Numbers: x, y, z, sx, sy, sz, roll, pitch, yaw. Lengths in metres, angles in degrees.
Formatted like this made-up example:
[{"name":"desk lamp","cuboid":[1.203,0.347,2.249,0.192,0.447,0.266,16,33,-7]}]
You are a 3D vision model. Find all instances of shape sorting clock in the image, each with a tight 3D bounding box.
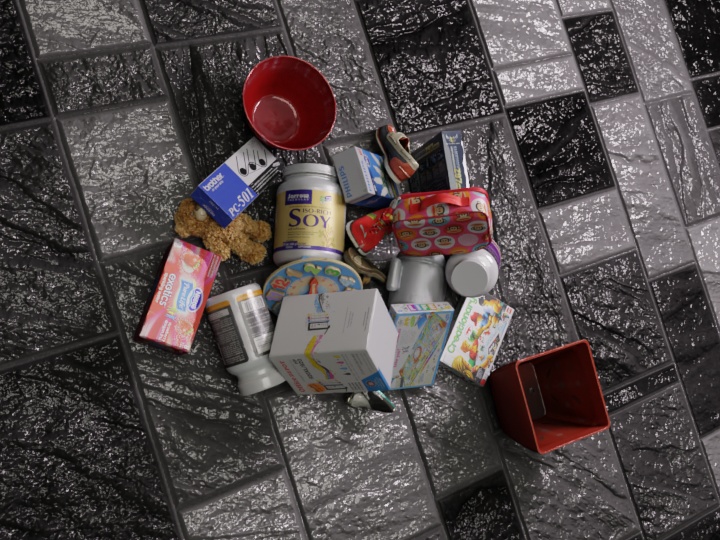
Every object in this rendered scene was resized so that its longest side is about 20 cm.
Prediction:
[{"name":"shape sorting clock","cuboid":[-0.094,0.045,1.536,0.200,0.200,0.039,17,44,-20]}]

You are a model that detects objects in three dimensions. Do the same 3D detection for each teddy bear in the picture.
[{"name":"teddy bear","cuboid":[-0.270,-0.086,1.543,0.200,0.067,0.145,39,66,-14]}]

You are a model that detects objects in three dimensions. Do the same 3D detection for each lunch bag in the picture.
[{"name":"lunch bag","cuboid":[0.162,-0.101,1.548,0.200,0.176,0.082,-5,62,11]}]

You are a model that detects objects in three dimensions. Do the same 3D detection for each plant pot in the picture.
[{"name":"plant pot","cuboid":[0.398,0.277,1.712,0.200,0.176,0.200,-13,88,-25]}]

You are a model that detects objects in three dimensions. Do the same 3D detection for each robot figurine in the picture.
[{"name":"robot figurine","cuboid":[0.124,0.028,1.669,0.170,0.113,0.200,21,73,-41]}]

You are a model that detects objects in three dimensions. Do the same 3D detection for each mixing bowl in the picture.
[{"name":"mixing bowl","cuboid":[-0.163,-0.332,1.606,0.200,0.108,0.200,4,79,-24]}]

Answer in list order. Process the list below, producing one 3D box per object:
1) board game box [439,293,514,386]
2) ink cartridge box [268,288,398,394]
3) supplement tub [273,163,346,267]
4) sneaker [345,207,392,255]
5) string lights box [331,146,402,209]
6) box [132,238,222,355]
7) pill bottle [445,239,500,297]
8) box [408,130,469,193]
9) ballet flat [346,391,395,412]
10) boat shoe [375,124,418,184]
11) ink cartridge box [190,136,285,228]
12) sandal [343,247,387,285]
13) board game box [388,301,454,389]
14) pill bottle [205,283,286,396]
[{"name":"board game box","cuboid":[0.259,0.147,1.751,0.126,0.035,0.200,31,71,-16]},{"name":"ink cartridge box","cuboid":[-0.049,0.141,1.489,0.147,0.200,0.145,63,29,-45]},{"name":"supplement tub","cuboid":[-0.102,-0.105,1.575,0.145,0.145,0.200,6,79,-23]},{"name":"sneaker","cuboid":[0.035,-0.097,1.621,0.077,0.085,0.200,56,30,-7]},{"name":"string lights box","cuboid":[0.019,-0.190,1.621,0.200,0.059,0.103,1,71,-66]},{"name":"box","cuboid":[-0.349,0.052,1.469,0.100,0.095,0.200,22,73,-19]},{"name":"pill bottle","cuboid":[0.245,-0.009,1.675,0.112,0.200,0.113,3,105,12]},{"name":"box","cuboid":[0.166,-0.200,1.677,0.051,0.200,0.158,-7,83,-21]},{"name":"ballet flat","cuboid":[-0.017,0.238,1.605,0.068,0.068,0.200,-42,89,-13]},{"name":"boat shoe","cuboid":[0.081,-0.264,1.672,0.071,0.063,0.200,40,24,-32]},{"name":"ink cartridge box","cuboid":[-0.243,-0.179,1.546,0.094,0.044,0.200,45,47,-8]},{"name":"sandal","cuboid":[0.000,0.000,1.600,0.054,0.200,0.080,-45,73,8]},{"name":"board game box","cuboid":[0.110,0.160,1.619,0.134,0.034,0.200,-2,122,-24]},{"name":"pill bottle","cuboid":[-0.220,0.134,1.501,0.116,0.116,0.200,-19,90,-25]}]
